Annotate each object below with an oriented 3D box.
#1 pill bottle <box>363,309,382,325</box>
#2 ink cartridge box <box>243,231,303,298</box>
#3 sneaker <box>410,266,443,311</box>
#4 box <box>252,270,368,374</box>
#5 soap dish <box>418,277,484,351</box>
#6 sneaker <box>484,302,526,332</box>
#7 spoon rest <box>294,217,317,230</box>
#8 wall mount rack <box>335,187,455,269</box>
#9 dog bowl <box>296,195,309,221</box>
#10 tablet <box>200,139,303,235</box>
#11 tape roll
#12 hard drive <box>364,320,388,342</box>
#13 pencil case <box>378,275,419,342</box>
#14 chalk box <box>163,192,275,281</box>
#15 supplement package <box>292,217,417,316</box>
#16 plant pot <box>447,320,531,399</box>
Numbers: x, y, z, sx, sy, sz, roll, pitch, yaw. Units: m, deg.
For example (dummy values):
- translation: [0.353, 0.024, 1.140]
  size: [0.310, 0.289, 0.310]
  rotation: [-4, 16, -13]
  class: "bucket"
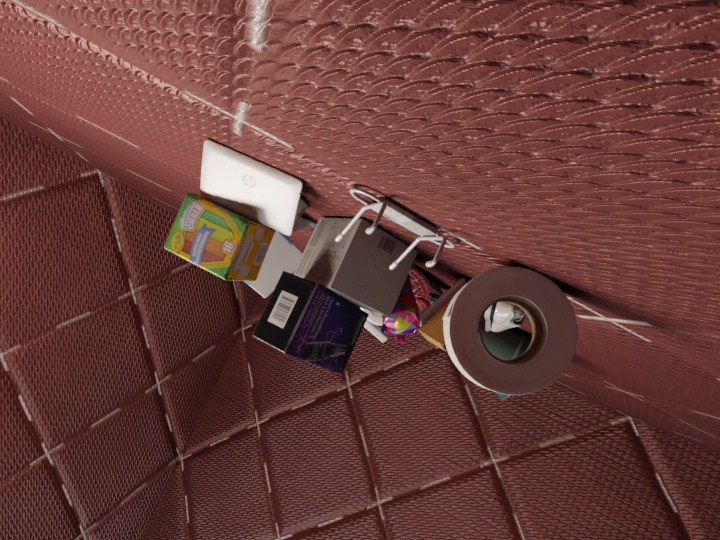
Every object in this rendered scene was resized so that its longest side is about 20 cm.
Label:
- translation: [0.061, 0.062, 1.399]
  size: [0.112, 0.112, 0.200]
  rotation: [25, -165, -1]
  class: "pill bottle"
- translation: [-0.265, -0.068, 1.287]
  size: [0.200, 0.146, 0.147]
  rotation: [43, 176, 40]
  class: "ink cartridge box"
- translation: [0.144, 0.042, 1.309]
  size: [0.200, 0.081, 0.075]
  rotation: [44, -154, -39]
  class: "sneaker"
- translation: [-0.097, 0.111, 1.081]
  size: [0.104, 0.148, 0.200]
  rotation: [19, 171, 39]
  class: "box"
- translation: [0.209, 0.106, 1.181]
  size: [0.081, 0.157, 0.200]
  rotation: [49, -179, 18]
  class: "soap dish"
- translation: [0.320, 0.102, 1.151]
  size: [0.080, 0.077, 0.200]
  rotation: [12, 171, 19]
  class: "sneaker"
- translation: [-0.150, -0.110, 1.306]
  size: [0.200, 0.061, 0.099]
  rotation: [37, 175, 13]
  class: "spoon rest"
- translation: [0.048, -0.057, 0.869]
  size: [0.200, 0.075, 0.174]
  rotation: [28, 173, -17]
  class: "wall mount rack"
- translation: [-0.212, -0.149, 1.100]
  size: [0.200, 0.074, 0.200]
  rotation: [24, 174, 3]
  class: "dog bowl"
- translation: [-0.208, -0.152, 0.980]
  size: [0.200, 0.014, 0.130]
  rotation: [24, 131, 5]
  class: "tablet"
- translation: [0.236, 0.096, 0.845]
  size: [0.202, 0.203, 0.071]
  rotation: [24, 174, 6]
  class: "tape roll"
- translation: [-0.008, 0.094, 1.395]
  size: [0.200, 0.027, 0.132]
  rotation: [43, -166, -23]
  class: "hard drive"
- translation: [0.077, 0.054, 1.144]
  size: [0.088, 0.088, 0.200]
  rotation: [29, -143, -28]
  class: "pencil case"
- translation: [-0.299, -0.074, 1.064]
  size: [0.200, 0.125, 0.124]
  rotation: [24, -175, 16]
  class: "chalk box"
- translation: [-0.017, -0.013, 1.108]
  size: [0.152, 0.151, 0.200]
  rotation: [28, 172, -28]
  class: "supplement package"
- translation: [0.368, 0.229, 1.495]
  size: [0.196, 0.200, 0.200]
  rotation: [32, 174, 5]
  class: "plant pot"
